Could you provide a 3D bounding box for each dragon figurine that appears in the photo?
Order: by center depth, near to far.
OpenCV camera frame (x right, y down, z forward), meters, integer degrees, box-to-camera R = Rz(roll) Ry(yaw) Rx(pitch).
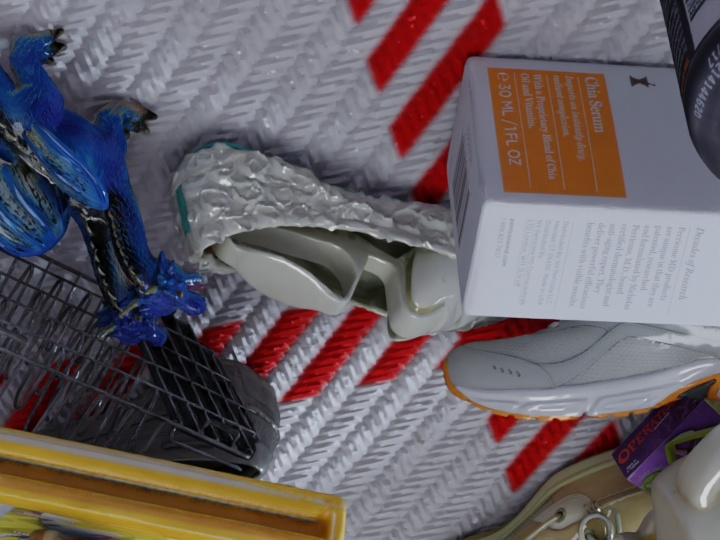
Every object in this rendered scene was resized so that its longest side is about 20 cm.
[{"bbox_3d":[-0.139,-0.048,1.063,0.059,0.100,0.200,-31,126,24],"label":"dragon figurine"}]

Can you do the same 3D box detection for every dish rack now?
[{"bbox_3d":[-0.143,0.036,1.116,0.199,0.154,0.055,26,107,-27],"label":"dish rack"}]

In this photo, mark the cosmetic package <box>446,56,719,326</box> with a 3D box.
[{"bbox_3d":[0.143,-0.034,1.095,0.198,0.102,0.072,3,134,-7],"label":"cosmetic package"}]

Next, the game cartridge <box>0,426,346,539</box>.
[{"bbox_3d":[-0.119,0.116,1.109,0.175,0.033,0.200,13,161,-16],"label":"game cartridge"}]

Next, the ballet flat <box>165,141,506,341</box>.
[{"bbox_3d":[0.000,0.000,1.144,0.199,0.072,0.072,16,131,-19],"label":"ballet flat"}]

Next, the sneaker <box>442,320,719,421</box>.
[{"bbox_3d":[0.136,0.021,1.168,0.198,0.076,0.093,-6,91,-1],"label":"sneaker"}]

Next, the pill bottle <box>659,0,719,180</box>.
[{"bbox_3d":[0.173,-0.098,0.964,0.105,0.201,0.107,-2,135,-2],"label":"pill bottle"}]

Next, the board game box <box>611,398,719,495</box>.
[{"bbox_3d":[0.237,0.104,1.262,0.200,0.032,0.120,35,101,-31],"label":"board game box"}]

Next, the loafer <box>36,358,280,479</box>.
[{"bbox_3d":[-0.129,0.112,1.240,0.199,0.070,0.070,-29,130,22],"label":"loafer"}]

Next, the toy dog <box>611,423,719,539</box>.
[{"bbox_3d":[0.233,0.138,1.199,0.198,0.140,0.195,-8,110,-17],"label":"toy dog"}]

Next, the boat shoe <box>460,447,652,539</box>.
[{"bbox_3d":[0.103,0.160,1.306,0.200,0.063,0.073,-29,129,21],"label":"boat shoe"}]

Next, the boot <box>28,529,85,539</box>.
[{"bbox_3d":[-0.087,0.155,1.070,0.106,0.076,0.200,-1,168,11],"label":"boot"}]
